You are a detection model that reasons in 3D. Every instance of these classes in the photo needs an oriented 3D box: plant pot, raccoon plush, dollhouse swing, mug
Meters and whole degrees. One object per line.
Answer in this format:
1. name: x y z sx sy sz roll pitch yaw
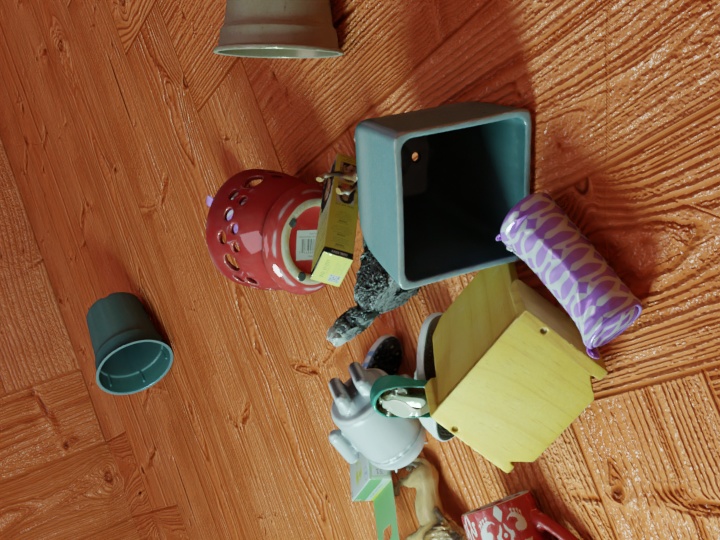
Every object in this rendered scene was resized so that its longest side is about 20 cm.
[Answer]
1. plant pot: -0.130 -0.064 1.667 0.181 0.199 0.204 9 113 47
2. raccoon plush: 0.000 0.000 1.517 0.135 0.199 0.097 55 178 26
3. plant pot: -0.600 0.175 2.548 0.197 0.197 0.202 58 147 37
4. plant pot: 0.087 -0.119 1.308 0.200 0.194 0.199 36 135 57
5. plant pot: -0.122 -0.419 1.504 0.199 0.198 0.187 13 104 55
6. dollhouse swing: 0.199 0.111 1.318 0.181 0.176 0.201 36 116 -4
7. mug: 0.244 0.416 1.408 0.133 0.175 0.203 47 -158 -77

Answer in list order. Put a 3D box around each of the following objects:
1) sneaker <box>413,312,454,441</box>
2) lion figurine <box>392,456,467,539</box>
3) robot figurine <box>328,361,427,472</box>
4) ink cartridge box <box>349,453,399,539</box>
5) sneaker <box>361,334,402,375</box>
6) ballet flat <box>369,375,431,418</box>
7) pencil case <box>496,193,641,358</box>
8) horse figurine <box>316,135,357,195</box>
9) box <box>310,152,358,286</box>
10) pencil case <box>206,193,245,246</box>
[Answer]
1. sneaker: 0.102 0.154 1.517 0.084 0.072 0.203 26 124 56
2. lion figurine: 0.111 0.376 1.617 0.122 0.072 0.203 -37 71 54
3. robot figurine: 0.031 0.236 1.586 0.201 0.169 0.113 52 -173 -29
4. ink cartridge box: 0.020 0.370 1.691 0.146 0.047 0.203 115 155 -61
5. sneaker: 0.016 0.175 1.671 0.073 0.071 0.202 58 143 38
6. ballet flat: 0.106 0.191 1.436 0.197 0.071 0.068 1 118 17
7. pencil case: 0.243 -0.001 1.189 0.086 0.084 0.201 -46 59 18
8. horse figurine: 0.029 -0.110 1.478 0.201 0.132 0.050 50 140 11
9. box: -0.035 -0.080 1.539 0.076 0.049 0.202 119 162 -49
10. pencil case: -0.211 -0.070 1.893 0.201 0.085 0.085 54 146 29
